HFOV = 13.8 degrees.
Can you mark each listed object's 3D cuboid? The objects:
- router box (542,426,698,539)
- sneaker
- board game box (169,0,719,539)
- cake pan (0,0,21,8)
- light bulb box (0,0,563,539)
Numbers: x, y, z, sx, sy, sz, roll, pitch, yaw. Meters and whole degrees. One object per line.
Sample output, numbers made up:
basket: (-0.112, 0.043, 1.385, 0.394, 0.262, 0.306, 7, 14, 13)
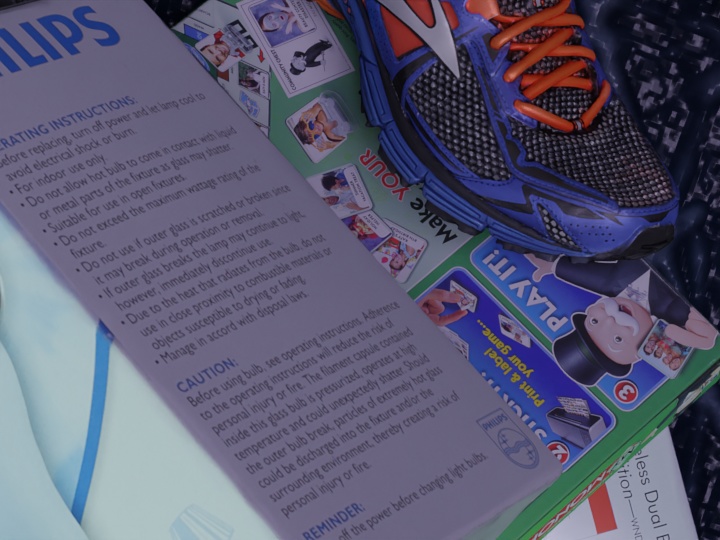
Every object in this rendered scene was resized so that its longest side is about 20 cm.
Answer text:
router box: (0.015, 0.082, 0.975, 0.179, 0.049, 0.201, -14, 88, -13)
sneaker: (0.034, -0.084, 0.913, 0.075, 0.079, 0.200, -15, 59, -41)
board game box: (0.000, 0.000, 0.933, 0.135, 0.029, 0.200, -39, 75, -21)
cake pan: (-0.182, -0.046, 0.880, 0.200, 0.200, 0.037, -33, 60, -6)
light bulb box: (-0.089, 0.059, 0.854, 0.200, 0.125, 0.198, 48, 122, 12)
